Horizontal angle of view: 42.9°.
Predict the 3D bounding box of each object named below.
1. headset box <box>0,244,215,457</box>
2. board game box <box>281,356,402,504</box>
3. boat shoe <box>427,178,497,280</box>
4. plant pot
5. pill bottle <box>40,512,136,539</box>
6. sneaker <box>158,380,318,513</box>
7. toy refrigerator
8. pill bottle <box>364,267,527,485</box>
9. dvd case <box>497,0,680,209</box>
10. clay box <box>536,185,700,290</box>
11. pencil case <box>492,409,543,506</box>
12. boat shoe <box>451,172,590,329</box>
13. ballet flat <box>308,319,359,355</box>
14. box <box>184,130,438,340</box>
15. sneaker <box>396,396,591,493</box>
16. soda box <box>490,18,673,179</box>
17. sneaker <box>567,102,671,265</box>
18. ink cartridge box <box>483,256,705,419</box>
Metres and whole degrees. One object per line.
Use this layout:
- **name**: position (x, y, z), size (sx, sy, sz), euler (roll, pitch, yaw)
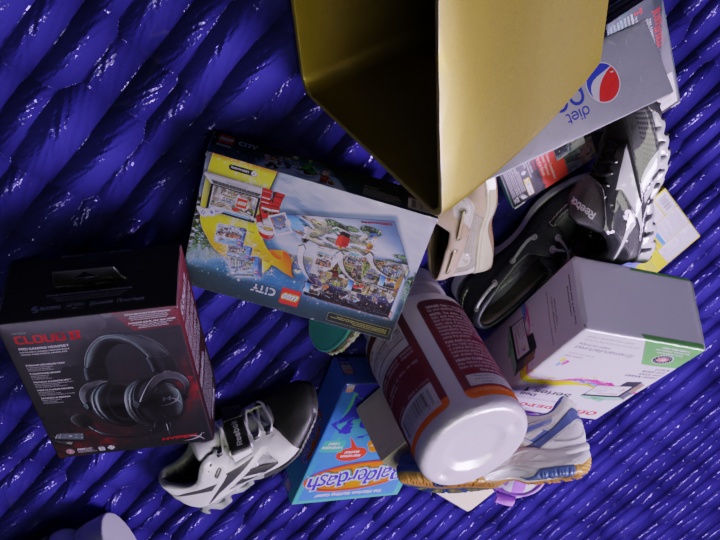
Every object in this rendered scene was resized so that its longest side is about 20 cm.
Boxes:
- **headset box**: position (-0.214, 0.067, 0.795), size (0.146, 0.078, 0.202), euler (-6, 135, -3)
- **board game box**: position (0.008, 0.186, 1.065), size (0.150, 0.045, 0.202), euler (1, 129, -29)
- **boat shoe**: position (0.086, -0.066, 0.859), size (0.064, 0.073, 0.202), euler (-18, 139, -8)
- **plant pot**: position (0.069, -0.199, 0.650), size (0.174, 0.200, 0.202), euler (-26, 138, -19)
- **pill bottle**: position (-0.338, 0.352, 0.986), size (0.198, 0.114, 0.114), euler (-29, 137, 0)
- **sneaker**: position (-0.131, 0.183, 0.968), size (0.200, 0.075, 0.088), euler (-43, 137, 13)
- **toy refrigerator**: position (0.081, 0.199, 1.028), size (0.070, 0.076, 0.200), euler (-40, 137, 10)
- **pill bottle**: position (0.072, 0.097, 0.904), size (0.112, 0.201, 0.115), euler (-14, 135, -14)
- **dvd case**: position (0.207, -0.161, 0.870), size (0.198, 0.022, 0.146), euler (-32, 137, 4)
- **clay box**: position (0.270, -0.010, 1.021), size (0.200, 0.048, 0.114), euler (-42, 135, 14)
- **pencil case**: position (0.184, 0.191, 1.058), size (0.082, 0.200, 0.087), euler (8, 106, 13)
- **boat shoe**: position (0.186, -0.017, 0.961), size (0.200, 0.061, 0.075), euler (-45, 134, 15)
- **ballet flat**: position (0.000, 0.000, 0.876), size (0.063, 0.076, 0.202), euler (-20, 142, -35)
- **box**: position (-0.047, -0.026, 0.790), size (0.197, 0.038, 0.138), euler (16, 125, -7)
- **sneaker**: position (0.132, 0.177, 0.941), size (0.196, 0.090, 0.075), euler (-6, 161, 0)
- **soda box**: position (0.158, -0.138, 0.767), size (0.198, 0.063, 0.069), euler (-26, 96, -16)
- **sneaker**: position (0.243, -0.081, 0.882), size (0.089, 0.067, 0.203), euler (-20, 127, -17)
- **ink cartridge box**: position (0.238, 0.079, 0.969), size (0.142, 0.085, 0.200), euler (9, 148, -18)
